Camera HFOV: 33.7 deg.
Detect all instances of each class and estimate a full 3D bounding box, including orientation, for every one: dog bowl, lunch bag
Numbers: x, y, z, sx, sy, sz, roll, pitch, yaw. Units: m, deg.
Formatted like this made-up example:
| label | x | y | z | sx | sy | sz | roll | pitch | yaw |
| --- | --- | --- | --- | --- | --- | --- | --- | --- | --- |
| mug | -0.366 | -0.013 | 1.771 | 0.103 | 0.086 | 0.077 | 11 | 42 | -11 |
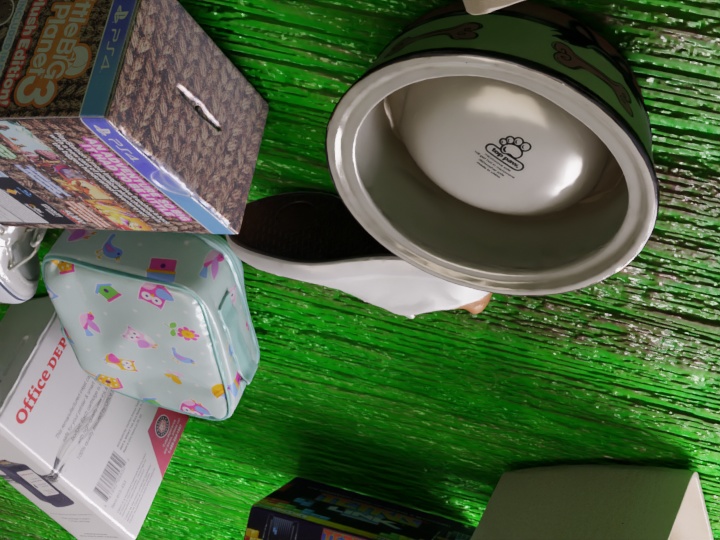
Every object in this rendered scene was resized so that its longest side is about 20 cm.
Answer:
| label | x | y | z | sx | sy | sz | roll | pitch | yaw |
| --- | --- | --- | --- | --- | --- | --- | --- | --- | --- |
| dog bowl | 0.083 | -0.075 | 0.711 | 0.198 | 0.074 | 0.201 | 14 | 144 | 11 |
| lunch bag | -0.165 | 0.038 | 0.988 | 0.158 | 0.078 | 0.201 | 10 | 144 | 13 |

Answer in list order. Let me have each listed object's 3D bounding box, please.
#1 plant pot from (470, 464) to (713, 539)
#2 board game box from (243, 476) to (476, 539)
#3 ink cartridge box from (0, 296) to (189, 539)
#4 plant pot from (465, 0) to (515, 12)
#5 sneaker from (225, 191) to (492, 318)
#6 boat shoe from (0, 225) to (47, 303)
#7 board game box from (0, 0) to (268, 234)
| label | x | y | z | sx | sy | sz | roll | pitch | yaw |
| --- | --- | --- | --- | --- | --- | --- | --- | --- | --- |
| plant pot | 0.191 | 0.287 | 1.045 | 0.175 | 0.201 | 0.201 | 11 | 145 | 33 |
| board game box | 0.004 | 0.259 | 1.138 | 0.198 | 0.057 | 0.165 | 13 | -177 | 11 |
| ink cartridge box | -0.270 | 0.140 | 1.117 | 0.084 | 0.146 | 0.200 | -7 | 136 | 34 |
| plant pot | 0.107 | -0.234 | 0.387 | 0.198 | 0.200 | 0.178 | -12 | 123 | 38 |
| sneaker | 0.000 | 0.000 | 0.853 | 0.198 | 0.073 | 0.085 | 9 | 141 | 15 |
| boat shoe | -0.269 | -0.056 | 0.930 | 0.085 | 0.075 | 0.204 | -4 | 129 | 7 |
| board game box | -0.187 | -0.100 | 0.760 | 0.198 | 0.098 | 0.159 | 3 | 159 | 24 |
